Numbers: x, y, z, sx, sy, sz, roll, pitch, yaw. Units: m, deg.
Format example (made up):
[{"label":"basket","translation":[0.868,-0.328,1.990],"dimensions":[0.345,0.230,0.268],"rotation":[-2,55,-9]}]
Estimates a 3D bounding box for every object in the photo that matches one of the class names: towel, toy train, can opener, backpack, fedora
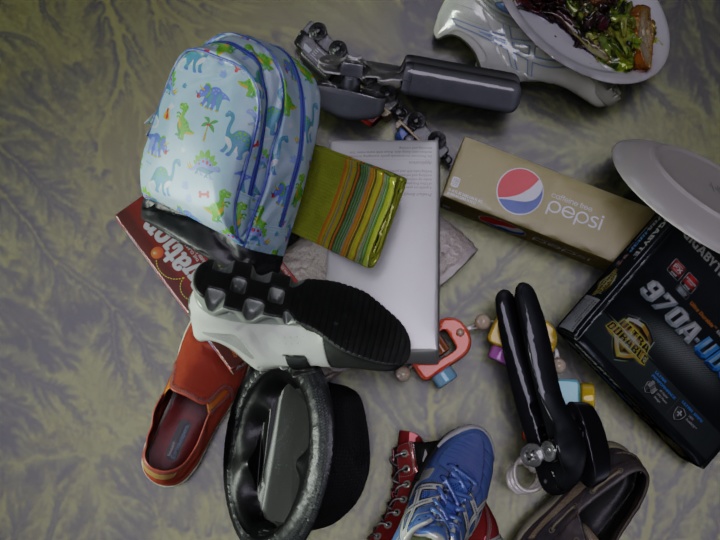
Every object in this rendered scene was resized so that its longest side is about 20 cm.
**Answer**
[{"label":"towel","translation":[0.000,0.000,1.407],"dimensions":[0.200,0.034,0.133],"rotation":[-43,86,-5]},{"label":"toy train","translation":[0.135,0.109,1.388],"dimensions":[0.150,0.056,0.200],"rotation":[-38,83,-1]},{"label":"toy train","translation":[0.011,-0.168,1.426],"dimensions":[0.200,0.034,0.046],"rotation":[43,89,5]},{"label":"can opener","translation":[0.165,0.110,1.336],"dimensions":[0.063,0.078,0.201],"rotation":[-29,76,39]},{"label":"can opener","translation":[0.053,-0.171,1.392],"dimensions":[0.199,0.053,0.067],"rotation":[10,113,-1]},{"label":"backpack","translation":[-0.116,-0.113,1.304],"dimensions":[0.163,0.154,0.201],"rotation":[29,90,35]},{"label":"fedora","translation":[-0.050,0.171,1.344],"dimensions":[0.091,0.200,0.202],"rotation":[7,82,-35]},{"label":"towel","translation":[-0.044,-0.071,1.323],"dimensions":[0.200,0.018,0.086],"rotation":[24,95,42]}]

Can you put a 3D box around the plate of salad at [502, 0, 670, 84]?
[{"label":"plate of salad","translation":[0.219,-0.266,1.386],"dimensions":[0.199,0.048,0.201],"rotation":[14,54,-20]}]

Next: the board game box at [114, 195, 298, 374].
[{"label":"board game box","translation":[-0.140,-0.007,1.387],"dimensions":[0.103,0.019,0.200],"rotation":[-37,71,-9]}]

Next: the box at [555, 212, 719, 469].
[{"label":"box","translation":[0.304,0.064,1.358],"dimensions":[0.159,0.046,0.200],"rotation":[-47,109,-6]}]

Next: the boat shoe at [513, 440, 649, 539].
[{"label":"boat shoe","translation":[0.200,0.251,1.349],"dimensions":[0.074,0.073,0.200],"rotation":[33,84,-20]}]

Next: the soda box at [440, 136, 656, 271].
[{"label":"soda box","translation":[0.180,-0.060,1.396],"dimensions":[0.199,0.068,0.064],"rotation":[21,84,2]}]

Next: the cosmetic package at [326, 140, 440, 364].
[{"label":"cosmetic package","translation":[0.022,-0.016,1.345],"dimensions":[0.107,0.085,0.201],"rotation":[1,79,4]}]

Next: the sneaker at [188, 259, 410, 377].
[{"label":"sneaker","translation":[-0.055,0.055,1.271],"dimensions":[0.199,0.089,0.074],"rotation":[18,45,1]}]

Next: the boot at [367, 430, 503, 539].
[{"label":"boot","translation":[0.024,0.233,1.354],"dimensions":[0.199,0.072,0.145],"rotation":[-19,84,-19]}]

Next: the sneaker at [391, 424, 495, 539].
[{"label":"sneaker","translation":[0.074,0.227,1.295],"dimensions":[0.076,0.077,0.200],"rotation":[30,66,-7]}]

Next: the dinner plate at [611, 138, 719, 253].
[{"label":"dinner plate","translation":[0.325,-0.069,1.342],"dimensions":[0.200,0.200,0.024],"rotation":[34,117,3]}]

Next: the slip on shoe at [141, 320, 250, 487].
[{"label":"slip on shoe","translation":[-0.155,0.112,1.381],"dimensions":[0.074,0.061,0.201],"rotation":[23,82,4]}]

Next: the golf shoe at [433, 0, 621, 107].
[{"label":"golf shoe","translation":[0.163,-0.212,1.425],"dimensions":[0.200,0.078,0.097],"rotation":[40,110,3]}]
